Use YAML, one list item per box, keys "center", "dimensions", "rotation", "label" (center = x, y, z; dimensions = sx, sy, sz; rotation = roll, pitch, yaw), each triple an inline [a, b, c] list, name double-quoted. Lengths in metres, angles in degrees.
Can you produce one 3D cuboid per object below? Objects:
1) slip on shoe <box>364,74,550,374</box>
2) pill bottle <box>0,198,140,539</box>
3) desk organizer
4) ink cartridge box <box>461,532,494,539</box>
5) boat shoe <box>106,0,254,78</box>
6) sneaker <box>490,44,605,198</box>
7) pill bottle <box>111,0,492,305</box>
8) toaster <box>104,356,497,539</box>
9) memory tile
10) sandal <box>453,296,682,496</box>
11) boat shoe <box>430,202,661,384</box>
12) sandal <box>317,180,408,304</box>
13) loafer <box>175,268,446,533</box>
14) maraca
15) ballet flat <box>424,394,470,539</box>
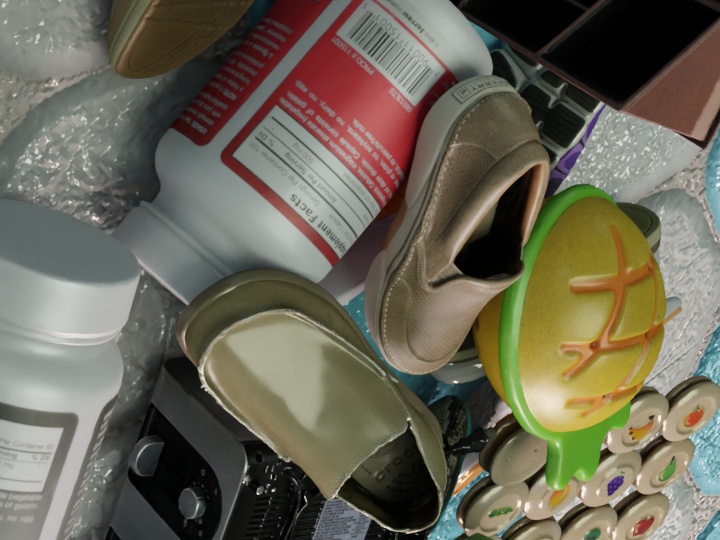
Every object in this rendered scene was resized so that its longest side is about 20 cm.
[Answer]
- center: [0.055, -0.008, 1.026]
  dimensions: [0.076, 0.061, 0.201]
  rotation: [-17, 141, -33]
  label: "slip on shoe"
- center: [-0.183, 0.074, 0.967]
  dimensions: [0.113, 0.114, 0.201]
  rotation: [3, 115, -45]
  label: "pill bottle"
- center: [0.108, -0.143, 1.033]
  dimensions: [0.077, 0.200, 0.072]
  rotation: [13, 109, -46]
  label: "desk organizer"
- center: [0.034, 0.265, 1.189]
  dimensions: [0.201, 0.059, 0.104]
  rotation: [-64, 160, 13]
  label: "ink cartridge box"
- center: [-0.072, -0.180, 0.938]
  dimensions: [0.071, 0.065, 0.200]
  rotation: [-8, 140, -51]
  label: "boat shoe"
- center: [0.094, -0.065, 1.187]
  dimensions: [0.201, 0.081, 0.083]
  rotation: [-57, 154, 18]
  label: "sneaker"
- center: [-0.033, -0.065, 1.017]
  dimensions: [0.200, 0.112, 0.112]
  rotation: [-50, 140, -5]
  label: "pill bottle"
- center: [-0.051, 0.149, 1.145]
  dimensions: [0.199, 0.119, 0.182]
  rotation: [0, 118, -44]
  label: "toaster"
- center: [0.144, 0.139, 1.274]
  dimensions: [0.199, 0.017, 0.154]
  rotation: [-8, 132, -35]
  label: "memory tile"
- center: [0.140, 0.099, 1.291]
  dimensions: [0.206, 0.059, 0.079]
  rotation: [-39, 171, 11]
  label: "sandal"
- center: [0.120, 0.029, 1.262]
  dimensions: [0.199, 0.075, 0.069]
  rotation: [-27, 129, -28]
  label: "boat shoe"
- center: [-0.005, -0.005, 1.111]
  dimensions: [0.206, 0.079, 0.059]
  rotation: [-35, 142, -12]
  label: "sandal"
- center: [-0.013, 0.069, 0.996]
  dimensions: [0.076, 0.068, 0.200]
  rotation: [-44, 130, 10]
  label: "loafer"
- center: [0.125, 0.040, 1.142]
  dimensions: [0.137, 0.107, 0.201]
  rotation: [-49, 140, -28]
  label: "maraca"
- center: [0.012, 0.170, 1.250]
  dimensions: [0.075, 0.068, 0.201]
  rotation: [18, 87, -26]
  label: "ballet flat"
